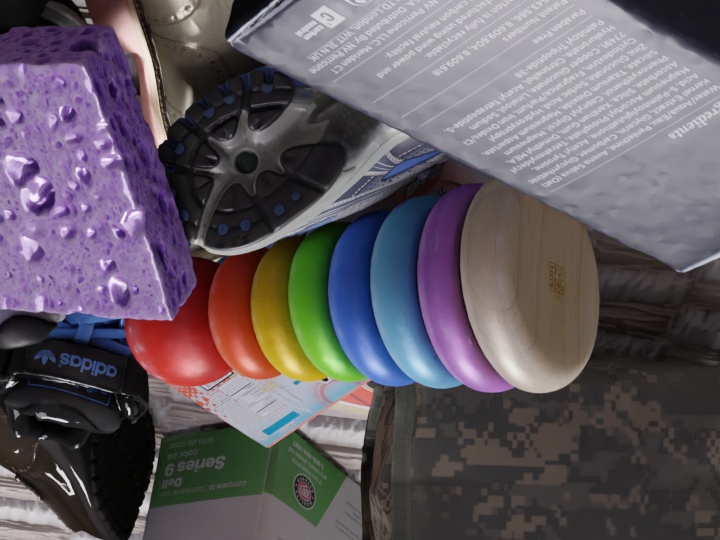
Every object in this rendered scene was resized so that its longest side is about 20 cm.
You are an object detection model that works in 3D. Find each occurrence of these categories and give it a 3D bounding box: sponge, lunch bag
[{"bbox_3d":[-0.165,-0.037,0.861,0.200,0.030,0.112,2,127,25],"label":"sponge"},{"bbox_3d":[0.085,0.102,1.081,0.164,0.118,0.200,1,174,-3],"label":"lunch bag"}]

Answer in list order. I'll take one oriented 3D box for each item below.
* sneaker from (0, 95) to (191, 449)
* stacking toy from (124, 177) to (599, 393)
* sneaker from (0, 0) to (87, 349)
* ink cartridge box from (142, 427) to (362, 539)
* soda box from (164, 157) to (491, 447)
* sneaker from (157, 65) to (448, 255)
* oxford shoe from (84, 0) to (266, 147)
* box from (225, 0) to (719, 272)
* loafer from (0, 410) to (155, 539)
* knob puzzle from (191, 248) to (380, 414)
[{"bbox_3d":[-0.113,0.011,1.029,0.077,0.111,0.200,16,148,-19],"label":"sneaker"},{"bbox_3d":[-0.010,0.016,0.918,0.200,0.086,0.085,-9,146,32],"label":"stacking toy"},{"bbox_3d":[-0.139,-0.031,0.921,0.075,0.116,0.200,-7,165,-8],"label":"sneaker"},{"bbox_3d":[-0.055,0.204,1.258,0.087,0.200,0.145,-11,146,28],"label":"ink cartridge box"},{"bbox_3d":[0.000,0.000,1.004,0.064,0.069,0.200,34,135,-23],"label":"soda box"},{"bbox_3d":[0.016,-0.072,0.881,0.200,0.077,0.085,-28,170,6],"label":"sneaker"},{"bbox_3d":[-0.050,-0.083,0.902,0.074,0.071,0.200,-8,149,11],"label":"oxford shoe"},{"bbox_3d":[0.072,-0.111,0.748,0.200,0.148,0.104,26,145,-29],"label":"box"},{"bbox_3d":[-0.165,0.076,1.205,0.071,0.073,0.200,6,146,22],"label":"loafer"},{"bbox_3d":[0.015,0.036,1.127,0.219,0.031,0.220,5,149,3],"label":"knob puzzle"}]
